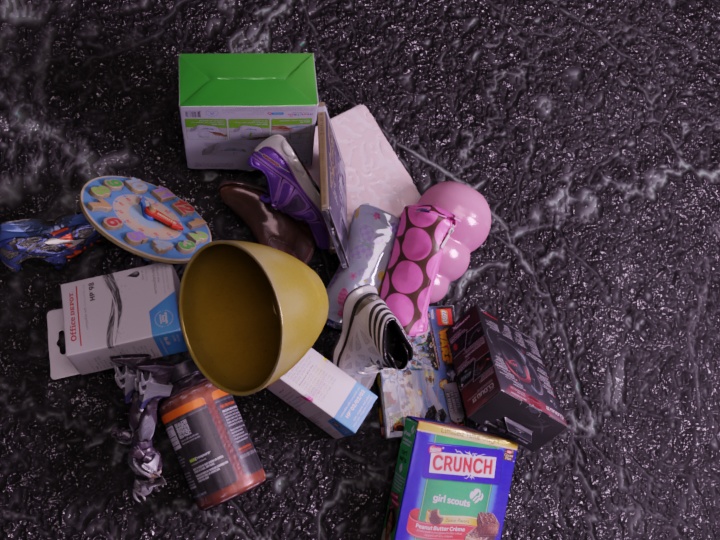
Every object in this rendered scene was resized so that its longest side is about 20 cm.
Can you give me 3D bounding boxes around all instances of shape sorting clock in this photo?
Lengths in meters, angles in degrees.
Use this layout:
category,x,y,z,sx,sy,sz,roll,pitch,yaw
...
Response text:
category,x,y,z,sx,sy,sz,roll,pitch,yaw
shape sorting clock,-0.308,-0.078,1.297,0.199,0.200,0.039,30,112,-7

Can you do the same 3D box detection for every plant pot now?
category,x,y,z,sx,sy,sz,roll,pitch,yaw
plant pot,-0.126,0.053,1.197,0.141,0.199,0.202,-12,77,-49

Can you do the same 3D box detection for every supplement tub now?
category,x,y,z,sx,sy,sz,roll,pitch,yaw
supplement tub,-0.217,0.227,1.266,0.106,0.107,0.202,-21,83,-20

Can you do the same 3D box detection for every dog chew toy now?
category,x,y,z,sx,sy,sz,roll,pitch,yaw
dog chew toy,0.128,-0.039,1.432,0.124,0.125,0.202,26,84,-8

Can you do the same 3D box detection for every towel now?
category,x,y,z,sx,sy,sz,roll,pitch,yaw
towel,-0.019,-0.150,1.461,0.190,0.032,0.201,-30,85,-20

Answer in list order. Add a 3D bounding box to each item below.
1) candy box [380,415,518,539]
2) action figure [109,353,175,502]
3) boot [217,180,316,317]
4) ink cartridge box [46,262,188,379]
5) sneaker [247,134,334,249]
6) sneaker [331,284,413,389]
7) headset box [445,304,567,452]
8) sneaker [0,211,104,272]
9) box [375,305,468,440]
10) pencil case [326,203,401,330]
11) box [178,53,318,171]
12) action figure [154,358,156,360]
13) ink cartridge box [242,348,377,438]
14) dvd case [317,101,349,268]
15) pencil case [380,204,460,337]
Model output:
category,x,y,z,sx,sy,sz,roll,pitch,yaw
candy box,0.133,0.333,1.335,0.167,0.077,0.202,13,84,-14
action figure,-0.299,0.218,1.216,0.069,0.130,0.202,-3,100,-38
boot,-0.157,-0.019,1.334,0.185,0.064,0.201,29,52,-16
ink cartridge box,-0.349,0.070,1.252,0.198,0.067,0.117,-13,62,-5
sneaker,-0.102,-0.110,1.347,0.083,0.081,0.201,-32,117,2
sneaker,0.017,0.131,1.303,0.075,0.202,0.115,-17,43,-25
headset box,0.220,0.169,1.348,0.148,0.075,0.201,30,30,-29
sneaker,-0.430,-0.042,1.302,0.198,0.075,0.079,-9,94,-15
box,0.091,0.159,1.408,0.135,0.040,0.202,-1,76,-16
pencil case,0.000,0.000,1.383,0.090,0.083,0.202,21,83,23
box,-0.168,-0.234,1.344,0.198,0.177,0.098,-2,67,-7
action figure,-0.210,0.090,1.323,0.199,0.065,0.099,-29,71,-20
ink cartridge box,-0.084,0.160,1.316,0.199,0.115,0.068,37,69,-4
dvd case,-0.039,-0.127,1.330,0.016,0.149,0.202,-9,56,7
pencil case,0.085,0.002,1.341,0.093,0.090,0.202,19,101,30
